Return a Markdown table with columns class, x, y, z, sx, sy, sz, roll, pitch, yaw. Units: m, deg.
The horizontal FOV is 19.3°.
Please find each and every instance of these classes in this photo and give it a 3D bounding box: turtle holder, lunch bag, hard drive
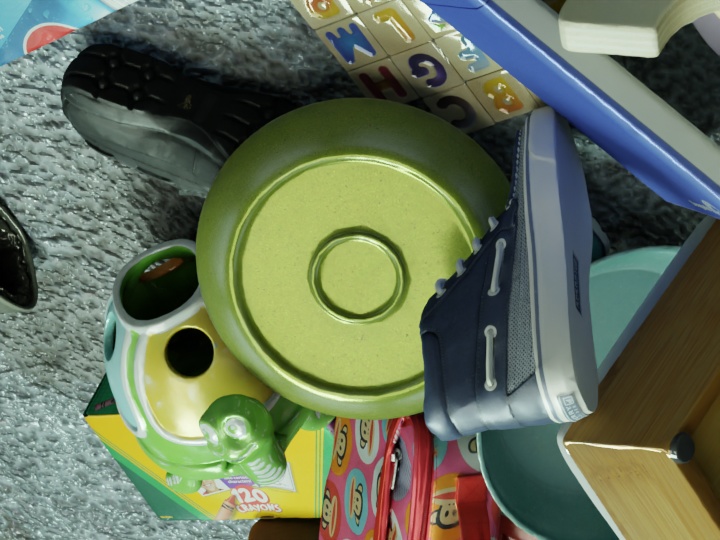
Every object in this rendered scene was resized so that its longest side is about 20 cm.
| class | x | y | z | sx | sy | sz | roll | pitch | yaw |
| --- | --- | --- | --- | --- | --- | --- | --- | --- | --- |
| turtle holder | -0.103 | 0.065 | 1.356 | 0.141 | 0.186 | 0.132 | -11 | 131 | 20 |
| lunch bag | 0.038 | 0.167 | 1.359 | 0.082 | 0.176 | 0.200 | 0 | 106 | -20 |
| hard drive | 0.115 | -0.099 | 1.118 | 0.200 | 0.025 | 0.132 | 37 | 180 | -14 |

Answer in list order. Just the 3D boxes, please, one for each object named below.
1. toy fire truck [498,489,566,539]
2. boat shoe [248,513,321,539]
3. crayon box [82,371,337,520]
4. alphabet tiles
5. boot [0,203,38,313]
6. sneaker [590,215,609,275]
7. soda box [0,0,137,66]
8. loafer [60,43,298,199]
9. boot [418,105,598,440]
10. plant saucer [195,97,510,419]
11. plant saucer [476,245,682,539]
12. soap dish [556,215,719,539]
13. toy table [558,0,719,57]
| class | x | y | z | sx | sy | sz | roll | pitch | yaw |
| --- | --- | --- | --- | --- | --- | --- | --- | --- | --- |
| toy fire truck | 0.156 | 0.185 | 1.424 | 0.176 | 0.129 | 0.200 | 25 | 131 | 0 |
| boat shoe | 0.022 | 0.202 | 1.506 | 0.200 | 0.070 | 0.070 | -4 | 131 | 13 |
| crayon box | -0.081 | 0.117 | 1.500 | 0.200 | 0.058 | 0.119 | -6 | 132 | 32 |
| alphabet tiles | 0.035 | -0.158 | 1.178 | 0.166 | 0.006 | 0.200 | -16 | 126 | 38 |
| boot | -0.312 | 0.021 | 1.517 | 0.200 | 0.073 | 0.182 | -7 | 133 | 24 |
| sneaker | 0.070 | 0.017 | 1.294 | 0.200 | 0.080 | 0.078 | -28 | 118 | 40 |
| soda box | -0.185 | -0.175 | 1.228 | 0.200 | 0.064 | 0.068 | -18 | 125 | 40 |
| loafer | -0.089 | -0.076 | 1.290 | 0.200 | 0.068 | 0.070 | 23 | 149 | 10 |
| boot | 0.077 | -0.002 | 1.166 | 0.090 | 0.200 | 0.073 | -12 | 141 | 19 |
| plant saucer | 0.000 | 0.000 | 1.235 | 0.200 | 0.031 | 0.200 | 2 | 109 | 6 |
| plant saucer | 0.154 | 0.072 | 1.272 | 0.200 | 0.200 | 0.036 | 54 | 176 | -31 |
| soap dish | 0.212 | 0.076 | 1.191 | 0.081 | 0.200 | 0.157 | 7 | 141 | 49 |
| toy table | 0.200 | -0.140 | 1.028 | 0.184 | 0.117 | 0.200 | -2 | 133 | 29 |
